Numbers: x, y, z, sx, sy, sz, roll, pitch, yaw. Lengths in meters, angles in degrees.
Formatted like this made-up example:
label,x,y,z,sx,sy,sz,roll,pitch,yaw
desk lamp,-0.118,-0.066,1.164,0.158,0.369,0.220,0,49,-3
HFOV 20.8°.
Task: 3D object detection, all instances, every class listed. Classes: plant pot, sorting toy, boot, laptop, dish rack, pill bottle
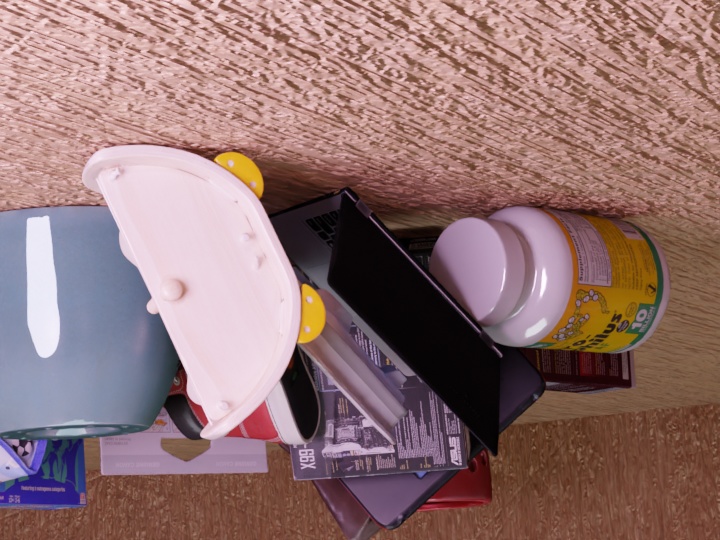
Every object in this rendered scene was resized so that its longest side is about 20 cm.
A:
label,x,y,z,sx,sy,sz,roll,pitch,yaw
plant pot,-0.229,0.048,1.538,0.198,0.163,0.201,-4,170,-1
sorting toy,-0.117,0.016,1.358,0.106,0.201,0.180,-24,175,-23
boot,-0.002,0.130,1.827,0.064,0.188,0.200,11,-156,-37
laptop,0.009,0.045,1.476,0.187,0.116,0.199,46,149,-19
plant pot,0.087,0.253,2.837,0.198,0.185,0.200,-4,171,-1
dish rack,-0.043,0.030,1.459,0.044,0.200,0.172,-44,140,-2
pill bottle,0.152,0.007,1.589,0.112,0.114,0.199,-13,167,43
boot,-0.126,0.060,1.643,0.143,0.202,0.073,0,-149,23

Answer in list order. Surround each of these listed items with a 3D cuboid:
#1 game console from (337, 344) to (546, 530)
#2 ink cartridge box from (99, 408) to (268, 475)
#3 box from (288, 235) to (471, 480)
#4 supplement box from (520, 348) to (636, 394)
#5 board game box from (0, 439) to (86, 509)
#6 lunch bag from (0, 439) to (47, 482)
label,x,y,z,sx,sy,sz,roll,pitch,yaw
game console,0.042,0.107,1.770,0.200,0.177,0.031,-42,156,-3
ink cartridge box,-0.180,0.109,1.880,0.199,0.176,0.043,4,170,-39
box,0.009,0.078,1.694,0.156,0.202,0.050,-5,-163,8
supplement box,0.199,0.065,1.971,0.060,0.110,0.199,-10,168,38
board game box,-0.313,0.117,1.804,0.045,0.202,0.152,-9,170,24
lunch bag,-0.373,0.087,1.631,0.169,0.125,0.200,-19,131,30
